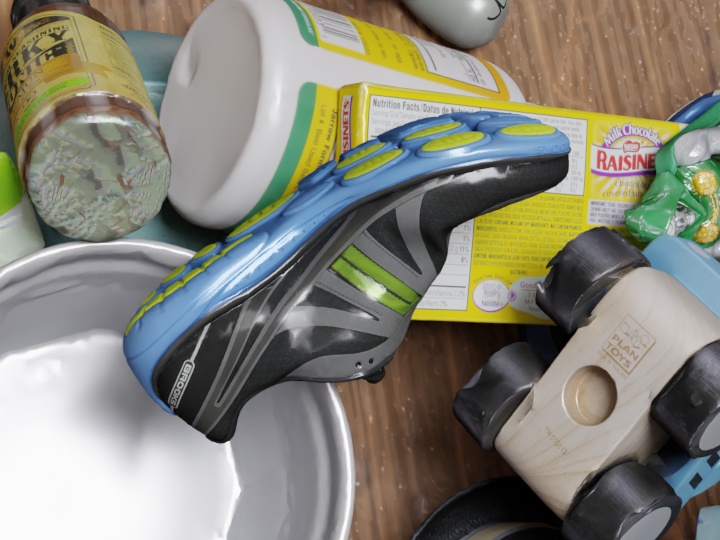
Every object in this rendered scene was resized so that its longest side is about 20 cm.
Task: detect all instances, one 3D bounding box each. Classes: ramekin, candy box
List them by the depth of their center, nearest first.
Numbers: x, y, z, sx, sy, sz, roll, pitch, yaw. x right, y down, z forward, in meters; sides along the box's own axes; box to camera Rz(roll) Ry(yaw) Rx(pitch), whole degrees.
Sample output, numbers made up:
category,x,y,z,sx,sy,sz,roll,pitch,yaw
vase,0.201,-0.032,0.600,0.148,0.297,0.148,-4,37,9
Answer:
category,x,y,z,sx,sy,sz,roll,pitch,yaw
ramekin,-0.111,0.094,0.729,0.200,0.105,0.201,4,76,-18
candy box,0.076,-0.026,0.767,0.200,0.026,0.102,4,89,-32

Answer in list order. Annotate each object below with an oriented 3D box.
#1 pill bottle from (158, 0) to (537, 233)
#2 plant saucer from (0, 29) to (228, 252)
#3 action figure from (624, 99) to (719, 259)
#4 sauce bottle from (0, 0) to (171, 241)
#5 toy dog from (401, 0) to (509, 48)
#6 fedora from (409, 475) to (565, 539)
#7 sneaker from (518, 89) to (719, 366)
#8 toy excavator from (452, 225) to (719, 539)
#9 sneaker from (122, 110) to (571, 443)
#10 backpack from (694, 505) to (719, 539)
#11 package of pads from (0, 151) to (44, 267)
category,x,y,z,sx,sy,sz,roll,pitch,yaw
pill bottle,0.012,-0.059,0.806,0.200,0.113,0.113,11,67,-33
plant saucer,-0.109,-0.039,0.832,0.201,0.039,0.201,4,70,-11
action figure,0.198,-0.049,0.805,0.200,0.055,0.118,-24,113,-35
sauce bottle,-0.132,-0.083,0.758,0.065,0.065,0.200,-6,29,-15
toy dog,-0.007,-0.199,0.880,0.200,0.096,0.132,10,69,-9
fedora,0.093,0.189,0.737,0.200,0.092,0.201,9,76,-37
sneaker,0.151,-0.020,0.862,0.074,0.082,0.200,36,68,-1
toy excavator,0.165,0.035,0.748,0.100,0.200,0.195,45,109,29
sneaker,0.000,0.000,0.680,0.199,0.071,0.083,-33,106,3
backpack,0.226,0.180,0.702,0.200,0.153,0.176,55,27,-14
package of pads,-0.261,-0.002,0.734,0.200,0.068,0.154,-39,44,-22
